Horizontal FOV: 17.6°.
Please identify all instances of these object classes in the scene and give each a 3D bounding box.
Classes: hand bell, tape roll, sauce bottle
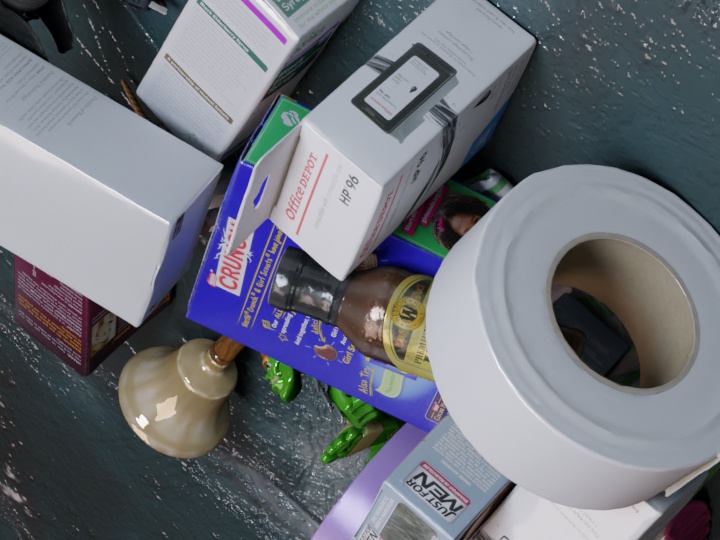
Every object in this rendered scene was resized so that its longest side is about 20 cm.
[{"bbox_3d":[-0.108,0.062,1.875,0.104,0.104,0.200,46,136,1],"label":"hand bell"},{"bbox_3d":[0.143,0.040,1.397,0.202,0.202,0.071,46,143,1],"label":"tape roll"},{"bbox_3d":[0.040,0.036,1.462,0.199,0.065,0.065,18,144,5],"label":"sauce bottle"},{"bbox_3d":[0.038,0.194,1.710,0.085,0.200,0.200,38,148,14],"label":"tape roll"}]

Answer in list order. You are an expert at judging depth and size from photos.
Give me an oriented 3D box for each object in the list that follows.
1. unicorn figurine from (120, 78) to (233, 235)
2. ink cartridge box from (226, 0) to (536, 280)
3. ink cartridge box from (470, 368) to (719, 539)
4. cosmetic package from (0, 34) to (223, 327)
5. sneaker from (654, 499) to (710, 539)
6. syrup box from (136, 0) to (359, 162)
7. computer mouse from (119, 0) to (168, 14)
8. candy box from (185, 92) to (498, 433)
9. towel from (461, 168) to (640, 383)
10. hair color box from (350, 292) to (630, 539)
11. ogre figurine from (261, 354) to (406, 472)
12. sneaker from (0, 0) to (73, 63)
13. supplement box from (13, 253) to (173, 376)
[{"bbox_3d":[-0.120,-0.054,1.713,0.199,0.137,0.074,16,131,19],"label":"unicorn figurine"},{"bbox_3d":[0.012,-0.075,1.430,0.068,0.200,0.116,40,149,11],"label":"ink cartridge box"},{"bbox_3d":[0.145,0.163,1.522,0.084,0.146,0.200,44,128,12],"label":"ink cartridge box"},{"bbox_3d":[-0.206,-0.064,1.604,0.200,0.081,0.113,31,135,5],"label":"cosmetic package"},{"bbox_3d":[0.193,0.220,1.674,0.088,0.081,0.201,30,137,28],"label":"sneaker"},{"bbox_3d":[-0.074,-0.156,1.561,0.081,0.079,0.200,46,149,1],"label":"syrup box"},{"bbox_3d":[-0.155,-0.211,1.556,0.138,0.053,0.200,28,165,-28],"label":"computer mouse"},{"bbox_3d":[0.000,0.000,1.553,0.199,0.077,0.169,25,138,1],"label":"candy box"},{"bbox_3d":[0.112,0.026,1.596,0.200,0.023,0.152,53,148,-10],"label":"towel"},{"bbox_3d":[0.085,0.114,1.517,0.061,0.200,0.099,41,148,10],"label":"hair color box"},{"bbox_3d":[-0.009,0.083,1.726,0.098,0.200,0.120,-38,69,20],"label":"ogre figurine"},{"bbox_3d":[-0.270,-0.220,1.589,0.200,0.060,0.104,43,158,-10],"label":"sneaker"},{"bbox_3d":[-0.211,-0.023,1.854,0.086,0.110,0.200,36,148,18],"label":"supplement box"}]
